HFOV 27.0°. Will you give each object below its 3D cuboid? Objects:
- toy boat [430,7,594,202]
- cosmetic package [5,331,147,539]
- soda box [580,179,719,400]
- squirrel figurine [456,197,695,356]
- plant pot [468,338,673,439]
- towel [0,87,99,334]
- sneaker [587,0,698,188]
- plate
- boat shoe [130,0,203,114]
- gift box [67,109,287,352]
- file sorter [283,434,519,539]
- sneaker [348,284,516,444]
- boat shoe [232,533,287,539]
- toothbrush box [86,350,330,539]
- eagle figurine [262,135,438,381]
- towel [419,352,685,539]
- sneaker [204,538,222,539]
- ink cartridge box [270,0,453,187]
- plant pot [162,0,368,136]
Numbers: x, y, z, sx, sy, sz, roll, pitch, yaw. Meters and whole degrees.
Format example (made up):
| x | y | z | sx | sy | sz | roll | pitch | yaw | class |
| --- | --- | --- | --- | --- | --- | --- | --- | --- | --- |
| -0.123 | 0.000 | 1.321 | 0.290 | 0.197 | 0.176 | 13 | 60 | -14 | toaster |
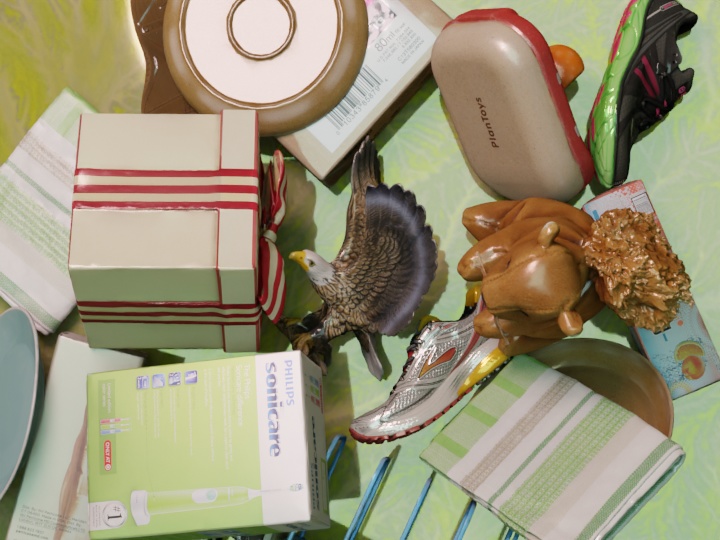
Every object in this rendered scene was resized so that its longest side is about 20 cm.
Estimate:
| x | y | z | sx | sy | sz | roll | pitch | yaw | class |
| --- | --- | --- | --- | --- | --- | --- | --- | --- | --- |
| 0.160 | -0.162 | 1.392 | 0.130 | 0.130 | 0.202 | -39 | 118 | -29 | toy boat |
| -0.269 | 0.167 | 1.431 | 0.086 | 0.103 | 0.203 | 14 | 90 | -5 | cosmetic package |
| 0.272 | 0.019 | 1.407 | 0.063 | 0.068 | 0.202 | -22 | 85 | 4 | soda box |
| 0.182 | -0.003 | 1.290 | 0.197 | 0.187 | 0.144 | -9 | 89 | 6 | squirrel figurine |
| 0.186 | 0.148 | 1.351 | 0.198 | 0.028 | 0.202 | -15 | 44 | 15 | plant pot |
| -0.298 | -0.058 | 1.484 | 0.149 | 0.031 | 0.201 | 40 | 89 | 4 | towel |
| 0.268 | -0.171 | 1.408 | 0.083 | 0.077 | 0.202 | 19 | 81 | 2 | sneaker |
| -0.337 | 0.135 | 1.419 | 0.025 | 0.199 | 0.203 | 14 | 88 | -32 | plate |
| -0.175 | -0.189 | 1.465 | 0.072 | 0.063 | 0.203 | -7 | 88 | 16 | boat shoe |
| -0.159 | -0.033 | 1.369 | 0.184 | 0.200 | 0.187 | 0 | 66 | -1 | gift box |
| 0.039 | 0.249 | 1.384 | 0.198 | 0.139 | 0.124 | 26 | 87 | 6 | file sorter |
| 0.064 | 0.091 | 1.408 | 0.199 | 0.078 | 0.082 | -38 | 90 | -18 | sneaker |
| -0.097 | 0.224 | 1.433 | 0.060 | 0.072 | 0.204 | 13 | 81 | 10 | boat shoe |
| -0.133 | 0.158 | 1.313 | 0.197 | 0.086 | 0.148 | -8 | 75 | 11 | toothbrush box |
| -0.003 | -0.002 | 1.393 | 0.151 | 0.151 | 0.201 | 41 | 98 | 17 | eagle figurine |
| 0.165 | 0.164 | 1.309 | 0.149 | 0.031 | 0.199 | -42 | 44 | -18 | towel |
| -0.171 | 0.206 | 1.437 | 0.089 | 0.078 | 0.203 | 13 | 86 | 12 | sneaker |
| -0.024 | -0.210 | 1.446 | 0.165 | 0.075 | 0.200 | 43 | 92 | 5 | ink cartridge box |
| -0.092 | -0.228 | 1.404 | 0.197 | 0.027 | 0.203 | 0 | 87 | 7 | plant pot |
